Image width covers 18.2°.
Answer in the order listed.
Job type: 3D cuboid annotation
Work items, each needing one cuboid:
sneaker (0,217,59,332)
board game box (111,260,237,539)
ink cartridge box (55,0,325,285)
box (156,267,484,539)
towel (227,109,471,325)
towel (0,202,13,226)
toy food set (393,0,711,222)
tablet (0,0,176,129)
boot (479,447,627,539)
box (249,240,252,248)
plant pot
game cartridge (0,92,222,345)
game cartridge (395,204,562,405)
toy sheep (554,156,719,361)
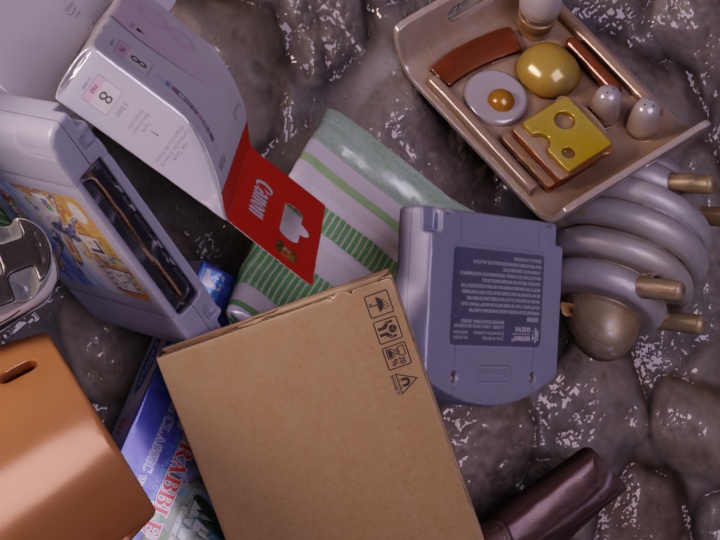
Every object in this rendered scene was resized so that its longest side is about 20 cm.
[{"bbox_3d":[-0.284,0.032,1.412,0.199,0.089,0.074,-14,71,-4],"label":"sneaker"},{"bbox_3d":[-0.069,0.125,1.553,0.199,0.041,0.201,26,80,-19],"label":"board game box"},{"bbox_3d":[-0.094,-0.092,1.448,0.200,0.163,0.057,33,109,-9],"label":"ink cartridge box"},{"bbox_3d":[-0.025,0.117,1.465,0.163,0.021,0.201,-19,107,1],"label":"box"},{"bbox_3d":[0.000,0.000,1.561,0.152,0.023,0.200,36,54,-12],"label":"towel"},{"bbox_3d":[-0.278,-0.091,1.446,0.200,0.023,0.153,-1,85,-67],"label":"towel"},{"bbox_3d":[0.140,-0.140,1.648,0.143,0.061,0.200,-31,66,-23],"label":"toy food set"},{"bbox_3d":[-0.202,-0.177,1.505,0.130,0.014,0.200,44,40,-17],"label":"tablet"},{"bbox_3d":[0.111,0.174,1.614,0.199,0.187,0.064,-29,68,-20],"label":"boot"},{"bbox_3d":[-0.020,0.054,1.620,0.136,0.040,0.201,9,85,-23],"label":"box"},{"bbox_3d":[-0.223,0.132,1.422,0.140,0.200,0.201,-32,102,-8],"label":"plant pot"},{"bbox_3d":[-0.180,-0.031,1.459,0.042,0.133,0.200,-52,128,-26],"label":"game cartridge"},{"bbox_3d":[0.082,0.027,1.559,0.200,0.041,0.134,6,83,-59],"label":"game cartridge"},{"bbox_3d":[0.203,-0.023,1.677,0.138,0.138,0.201,32,64,-20],"label":"toy sheep"}]
